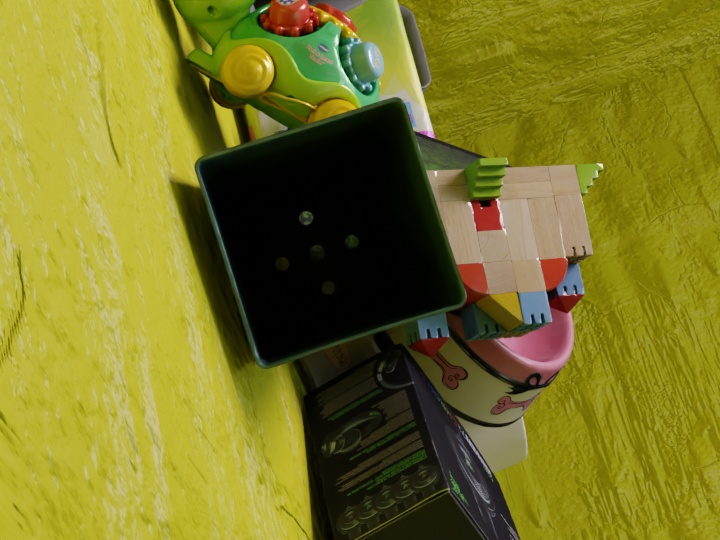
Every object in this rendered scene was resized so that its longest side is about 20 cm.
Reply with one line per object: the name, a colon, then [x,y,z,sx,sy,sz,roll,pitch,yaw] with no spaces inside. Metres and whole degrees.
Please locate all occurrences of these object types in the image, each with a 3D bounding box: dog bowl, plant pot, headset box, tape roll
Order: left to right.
plant pot: [-0.027,-0.020,1.088,0.200,0.141,0.141,151,-79,-85]
headset box: [0.050,0.184,1.152,0.174,0.093,0.200,55,9,-29]
tape roll: [0.086,0.100,1.479,0.202,0.071,0.203,158,-90,-83]
dog bowl: [0.100,0.029,1.325,0.200,0.074,0.200,33,37,-29]

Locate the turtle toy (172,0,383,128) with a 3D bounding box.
turtle toy: [-0.062,-0.164,1.173,0.200,0.101,0.146,32,-4,-10]

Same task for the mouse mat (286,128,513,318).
mouse mat: [0.025,-0.053,1.262,0.008,0.200,0.161,120,-12,-56]

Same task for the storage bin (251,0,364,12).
storage bin: [-0.097,-0.297,1.271,0.134,0.146,0.200,25,-40,59]

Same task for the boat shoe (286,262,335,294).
boat shoe: [0.000,0.000,1.362,0.200,0.057,0.069,-17,72,-50]

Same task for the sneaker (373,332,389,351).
sneaker: [-0.005,0.077,1.412,0.089,0.077,0.200,-61,-137,48]

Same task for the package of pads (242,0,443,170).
package of pads: [-0.024,-0.137,1.347,0.068,0.154,0.200,96,-19,-70]

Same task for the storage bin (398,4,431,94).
storage bin: [-0.001,-0.243,2.038,0.200,0.145,0.134,-102,-162,-48]

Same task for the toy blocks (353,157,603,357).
toy blocks: [0.104,-0.007,1.212,0.100,0.200,0.137,144,-62,-62]

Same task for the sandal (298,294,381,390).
sandal: [0.006,0.101,1.249,0.054,0.080,0.200,50,-7,50]
